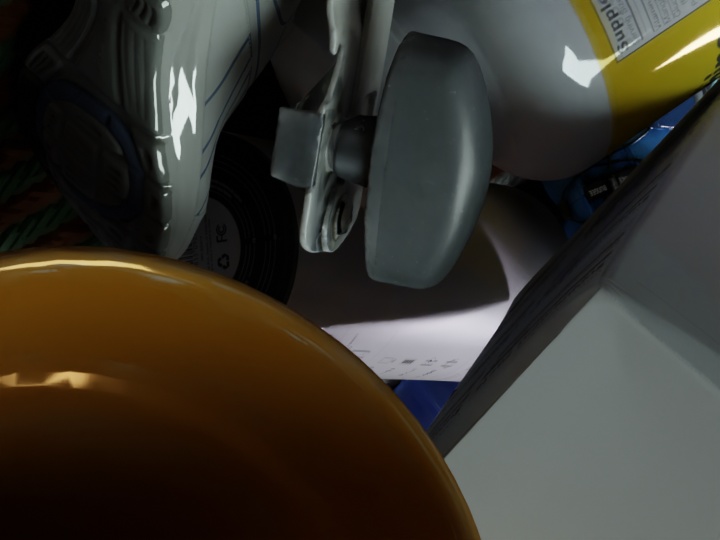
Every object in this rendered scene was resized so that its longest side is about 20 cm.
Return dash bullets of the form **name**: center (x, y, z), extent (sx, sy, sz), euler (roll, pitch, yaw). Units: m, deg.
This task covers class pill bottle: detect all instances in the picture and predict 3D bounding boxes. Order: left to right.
- **pill bottle**: center (0.072, -0.099, 0.751), extent (0.200, 0.112, 0.112), euler (-34, 153, -13)

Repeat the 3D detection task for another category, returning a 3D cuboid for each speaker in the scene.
- **speaker**: center (0.000, 0.000, 0.838), extent (0.081, 0.081, 0.200), euler (-51, 153, 19)

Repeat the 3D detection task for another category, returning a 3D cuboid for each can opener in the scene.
- **can opener**: center (0.019, -0.095, 0.642), extent (0.053, 0.067, 0.201), euler (-37, 140, -69)

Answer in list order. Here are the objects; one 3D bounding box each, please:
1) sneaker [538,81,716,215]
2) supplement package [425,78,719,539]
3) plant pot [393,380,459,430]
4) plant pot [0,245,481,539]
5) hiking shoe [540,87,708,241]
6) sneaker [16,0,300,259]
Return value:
- **sneaker**: center (0.107, -0.052, 0.942), extent (0.079, 0.076, 0.200), euler (30, 111, -38)
- **supplement package**: center (0.129, 0.069, 0.735), extent (0.147, 0.191, 0.200), euler (-49, 180, 33)
- **plant pot**: center (0.077, 0.171, 1.097), extent (0.200, 0.180, 0.200), euler (0, 132, -53)
- **plant pot**: center (-0.087, 0.125, 0.649), extent (0.200, 0.201, 0.183), euler (-21, 159, -35)
- **hiking shoe**: center (0.109, -0.020, 0.866), extent (0.074, 0.087, 0.200), euler (-24, 121, 16)
- **sneaker**: center (-0.047, -0.074, 0.680), extent (0.087, 0.075, 0.200), euler (-30, 153, -33)
